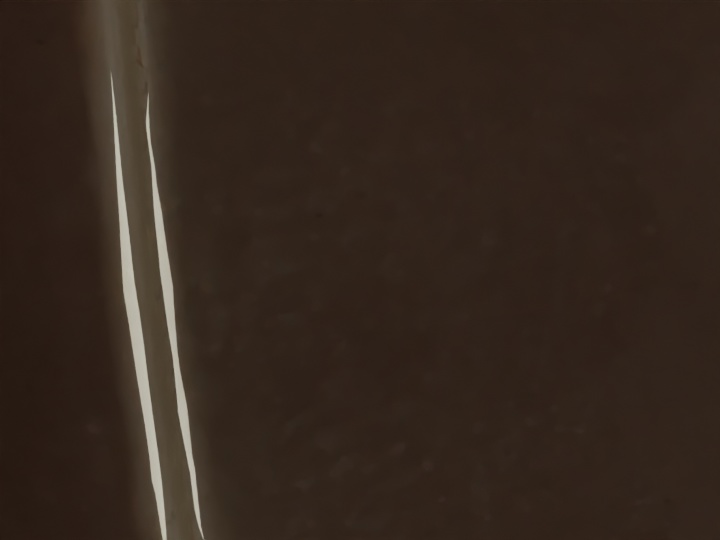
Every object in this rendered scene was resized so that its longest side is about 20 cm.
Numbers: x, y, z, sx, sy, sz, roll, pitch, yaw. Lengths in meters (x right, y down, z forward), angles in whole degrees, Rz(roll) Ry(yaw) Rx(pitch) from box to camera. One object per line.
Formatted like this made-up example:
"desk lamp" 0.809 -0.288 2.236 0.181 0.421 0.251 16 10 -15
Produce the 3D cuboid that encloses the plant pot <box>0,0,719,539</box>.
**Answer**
"plant pot" 0.024 0.003 0.414 0.200 0.174 0.201 -6 90 -86
